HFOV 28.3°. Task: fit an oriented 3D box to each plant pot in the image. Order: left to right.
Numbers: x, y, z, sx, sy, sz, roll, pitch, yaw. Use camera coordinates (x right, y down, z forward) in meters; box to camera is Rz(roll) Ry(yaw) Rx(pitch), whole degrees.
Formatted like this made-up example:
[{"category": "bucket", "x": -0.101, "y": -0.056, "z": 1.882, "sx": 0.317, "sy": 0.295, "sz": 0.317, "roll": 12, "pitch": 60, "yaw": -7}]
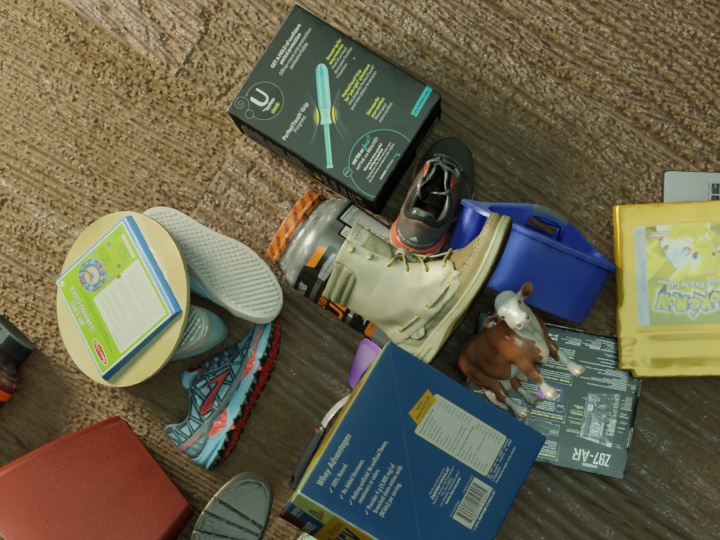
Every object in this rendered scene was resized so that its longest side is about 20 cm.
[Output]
[{"category": "plant pot", "x": -0.297, "y": 0.272, "z": 1.605, "sx": 0.176, "sy": 0.200, "sz": 0.200, "roll": -39, "pitch": 85, "yaw": -12}]

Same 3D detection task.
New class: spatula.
[{"category": "spatula", "x": -0.032, "y": 0.170, "z": 1.668, "sx": 0.021, "sy": 0.057, "sz": 0.200, "roll": 30, "pitch": 95, "yaw": -31}]

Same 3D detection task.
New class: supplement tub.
[{"category": "supplement tub", "x": -0.472, "y": 0.141, "z": 1.657, "sx": 0.107, "sy": 0.107, "sz": 0.200, "roll": 42, "pitch": 89, "yaw": 5}, {"category": "supplement tub", "x": 0.000, "y": 0.000, "z": 1.640, "sx": 0.200, "sy": 0.123, "sz": 0.123, "roll": 34, "pitch": 87, "yaw": 5}]

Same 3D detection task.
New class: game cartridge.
[{"category": "game cartridge", "x": 0.377, "y": 0.021, "z": 1.613, "sx": 0.176, "sy": 0.032, "sz": 0.200, "roll": -3, "pitch": 81, "yaw": 13}]

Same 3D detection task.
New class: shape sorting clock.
[{"category": "shape sorting clock", "x": -0.270, "y": 0.033, "z": 1.625, "sx": 0.200, "sy": 0.039, "sz": 0.200, "roll": -4, "pitch": 81, "yaw": 30}]

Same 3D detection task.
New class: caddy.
[{"category": "caddy", "x": 0.193, "y": -0.022, "z": 1.606, "sx": 0.200, "sy": 0.141, "sz": 0.105, "roll": 20, "pitch": 96, "yaw": -29}]

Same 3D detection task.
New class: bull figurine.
[{"category": "bull figurine", "x": 0.170, "y": 0.090, "z": 1.553, "sx": 0.065, "sy": 0.200, "sz": 0.121, "roll": -39, "pitch": 85, "yaw": -23}]

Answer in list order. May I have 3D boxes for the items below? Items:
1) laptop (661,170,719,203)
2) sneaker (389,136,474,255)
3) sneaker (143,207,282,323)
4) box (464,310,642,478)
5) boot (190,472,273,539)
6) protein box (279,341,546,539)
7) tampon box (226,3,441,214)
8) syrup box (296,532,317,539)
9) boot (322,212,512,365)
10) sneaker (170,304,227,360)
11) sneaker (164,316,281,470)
[{"category": "laptop", "x": 0.451, "y": -0.026, "z": 1.626, "sx": 0.200, "sy": 0.116, "sz": 0.187, "roll": 3, "pitch": 85, "yaw": 3}, {"category": "sneaker", "x": 0.094, "y": -0.098, "z": 1.623, "sx": 0.077, "sy": 0.082, "sz": 0.200, "roll": 20, "pitch": 46, "yaw": 2}, {"category": "sneaker", "x": -0.171, "y": 0.002, "z": 1.661, "sx": 0.200, "sy": 0.082, "sz": 0.074, "roll": 37, "pitch": 67, "yaw": 17}, {"category": "box", "x": 0.221, "y": 0.144, "z": 1.658, "sx": 0.200, "sy": 0.044, "sz": 0.160, "roll": 10, "pitch": 86, "yaw": 3}, {"category": "boot", "x": -0.149, "y": 0.317, "z": 1.606, "sx": 0.073, "sy": 0.151, "sz": 0.200, "roll": 21, "pitch": 88, "yaw": 5}, {"category": "protein box", "x": 0.054, "y": 0.222, "z": 1.536, "sx": 0.200, "sy": 0.135, "sz": 0.199, "roll": 31, "pitch": 67, "yaw": 1}, {"category": "tampon box", "x": -0.027, "y": -0.183, "z": 1.654, "sx": 0.200, "sy": 0.126, "sz": 0.150, "roll": 33, "pitch": 87, "yaw": 5}, {"category": "syrup box", "x": -0.019, "y": 0.314, "z": 1.635, "sx": 0.200, "sy": 0.081, "sz": 0.079, "roll": -41, "pitch": 85, "yaw": -4}, {"category": "boot", "x": 0.058, "y": -0.009, "z": 1.518, "sx": 0.155, "sy": 0.072, "sz": 0.200, "roll": 35, "pitch": 119, "yaw": 6}, {"category": "sneaker", "x": -0.247, "y": 0.081, "z": 1.673, "sx": 0.200, "sy": 0.082, "sz": 0.074, "roll": -2, "pitch": 77, "yaw": 27}, {"category": "sneaker", "x": -0.163, "y": 0.127, "z": 1.659, "sx": 0.095, "sy": 0.079, "sz": 0.200, "roll": 26, "pitch": 87, "yaw": 6}]
